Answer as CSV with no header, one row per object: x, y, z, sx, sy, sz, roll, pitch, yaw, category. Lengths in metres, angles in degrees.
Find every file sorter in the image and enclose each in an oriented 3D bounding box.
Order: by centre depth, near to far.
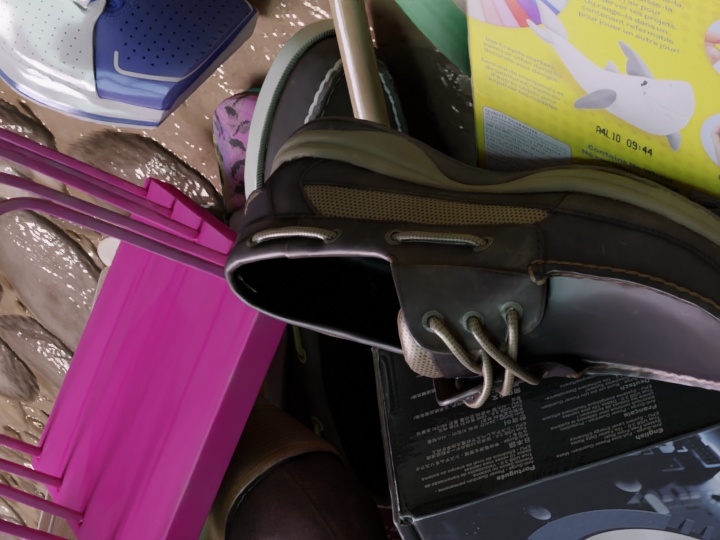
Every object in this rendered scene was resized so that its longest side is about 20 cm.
-0.130,0.027,0.881,0.125,0.139,0.200,21,-175,-22,file sorter

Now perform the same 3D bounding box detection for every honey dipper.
-0.005,-0.096,0.780,0.038,0.038,0.200,13,129,36,honey dipper

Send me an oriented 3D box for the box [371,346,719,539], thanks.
0.126,0.077,0.773,0.200,0.086,0.164,-18,131,9,box

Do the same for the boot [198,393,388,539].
-0.006,0.154,0.880,0.166,0.072,0.200,49,161,40,boot

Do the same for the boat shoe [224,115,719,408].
0.041,0.011,0.705,0.200,0.073,0.075,14,146,38,boat shoe

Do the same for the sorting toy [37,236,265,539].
-0.084,0.072,0.997,0.107,0.200,0.180,13,162,-5,sorting toy

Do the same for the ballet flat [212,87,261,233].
-0.014,0.017,0.961,0.069,0.071,0.200,5,137,43,ballet flat

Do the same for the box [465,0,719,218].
0.087,-0.078,0.645,0.117,0.048,0.200,25,151,22,box

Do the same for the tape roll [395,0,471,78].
0.084,-0.115,0.691,0.200,0.048,0.201,27,149,18,tape roll

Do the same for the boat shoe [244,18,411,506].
0.000,0.000,0.880,0.061,0.072,0.202,39,140,45,boat shoe

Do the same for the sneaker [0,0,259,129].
-0.136,-0.144,0.857,0.199,0.081,0.115,33,153,11,sneaker

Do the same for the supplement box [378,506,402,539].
-0.003,0.189,1.062,0.110,0.200,0.086,1,134,47,supplement box
